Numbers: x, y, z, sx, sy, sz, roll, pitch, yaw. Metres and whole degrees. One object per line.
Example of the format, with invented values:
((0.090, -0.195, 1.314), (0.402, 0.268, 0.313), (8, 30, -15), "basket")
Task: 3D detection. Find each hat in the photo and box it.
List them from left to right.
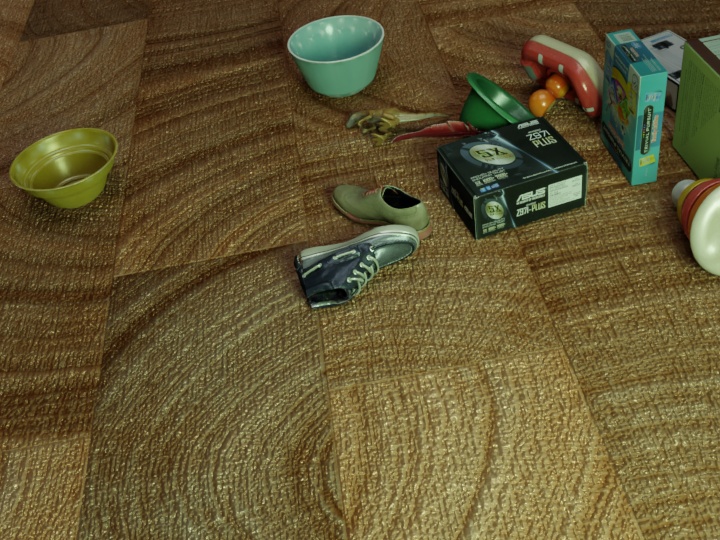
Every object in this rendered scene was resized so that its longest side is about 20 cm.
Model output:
((0.205, -0.243, 1.618), (0.200, 0.177, 0.165), (43, 25, 12), "hat")

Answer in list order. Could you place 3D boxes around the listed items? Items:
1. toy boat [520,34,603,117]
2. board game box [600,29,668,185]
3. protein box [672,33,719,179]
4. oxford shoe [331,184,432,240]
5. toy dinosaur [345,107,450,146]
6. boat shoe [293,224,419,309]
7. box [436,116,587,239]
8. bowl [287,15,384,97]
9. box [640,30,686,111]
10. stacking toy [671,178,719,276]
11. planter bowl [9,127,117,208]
((0.362, -0.337, 1.642), (0.131, 0.130, 0.200), (-50, 48, -1), "toy boat")
((0.444, -0.267, 1.461), (0.046, 0.202, 0.152), (-10, 40, -1), "board game box")
((0.604, -0.240, 1.399), (0.133, 0.200, 0.201), (-12, 40, -2), "protein box")
((0.033, -0.117, 1.466), (0.198, 0.075, 0.070), (20, 49, 31), "oxford shoe")
((0.061, -0.286, 1.669), (0.197, 0.061, 0.107), (4, 41, 15), "toy dinosaur")
((0.000, 0.000, 1.352), (0.197, 0.075, 0.093), (-16, 47, 4), "boat shoe")
((0.246, -0.156, 1.461), (0.197, 0.087, 0.164), (-17, 40, -8), "box")
((-0.043, -0.429, 1.818), (0.198, 0.106, 0.202), (-6, 41, 5), "bowl")
((0.590, -0.369, 1.658), (0.115, 0.061, 0.201), (-20, 42, -12), "box")
((0.518, -0.091, 1.324), (0.144, 0.148, 0.200), (-14, 24, -5), "stacking toy")
((-0.533, -0.173, 1.638), (0.197, 0.084, 0.202), (-6, 40, 5), "planter bowl")
